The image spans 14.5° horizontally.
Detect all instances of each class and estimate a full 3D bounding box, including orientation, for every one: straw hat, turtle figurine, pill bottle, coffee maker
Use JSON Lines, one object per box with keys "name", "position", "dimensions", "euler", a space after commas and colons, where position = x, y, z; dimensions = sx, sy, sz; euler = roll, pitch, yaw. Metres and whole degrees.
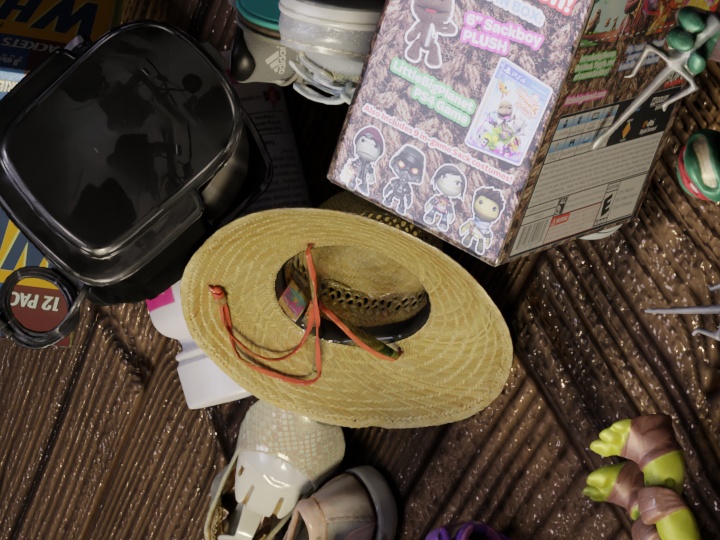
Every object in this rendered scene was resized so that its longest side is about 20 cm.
{"name": "straw hat", "position": [0.000, 0.000, 1.609], "dimensions": [0.201, 0.201, 0.085], "euler": [-55, 11, 51]}
{"name": "turtle figurine", "position": [0.193, -0.061, 1.269], "dimensions": [0.200, 0.101, 0.150], "euler": [-25, 97, 41]}
{"name": "turtle figurine", "position": [0.165, 0.153, 1.406], "dimensions": [0.200, 0.064, 0.162], "euler": [67, 180, -63]}
{"name": "pill bottle", "position": [-0.083, -0.024, 1.713], "dimensions": [0.113, 0.113, 0.201], "euler": [-21, 82, 58]}
{"name": "coffee maker", "position": [-0.138, -0.038, 1.559], "dimensions": [0.200, 0.134, 0.193], "euler": [53, -118, -86]}

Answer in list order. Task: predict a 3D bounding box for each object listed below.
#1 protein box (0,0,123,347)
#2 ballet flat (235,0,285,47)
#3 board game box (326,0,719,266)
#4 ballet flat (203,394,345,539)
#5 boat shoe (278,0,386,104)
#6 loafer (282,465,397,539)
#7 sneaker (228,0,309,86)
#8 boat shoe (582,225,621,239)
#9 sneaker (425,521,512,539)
{"name": "protein box", "position": [-0.234, -0.091, 1.834], "dimensions": [0.200, 0.134, 0.199], "euler": [-87, 5, -59]}
{"name": "ballet flat", "position": [0.023, -0.134, 1.500], "dimensions": [0.199, 0.068, 0.064], "euler": [-4, 137, 35]}
{"name": "board game box", "position": [0.089, -0.121, 1.294], "dimensions": [0.097, 0.159, 0.201], "euler": [28, 110, 22]}
{"name": "ballet flat", "position": [-0.055, 0.135, 1.749], "dimensions": [0.200, 0.067, 0.063], "euler": [117, 175, -63]}
{"name": "boat shoe", "position": [0.017, -0.094, 1.383], "dimensions": [0.074, 0.202, 0.065], "euler": [14, 88, 23]}
{"name": "loafer", "position": [-0.037, 0.195, 1.763], "dimensions": [0.072, 0.063, 0.200], "euler": [57, 143, 30]}
{"name": "sneaker", "position": [-0.011, -0.107, 1.567], "dimensions": [0.200, 0.115, 0.075], "euler": [47, 136, 41]}
{"name": "boat shoe", "position": [0.114, -0.112, 1.404], "dimensions": [0.071, 0.072, 0.201], "euler": [6, 108, 52]}
{"name": "sneaker", "position": [0.051, 0.182, 1.611], "dimensions": [0.200, 0.080, 0.089], "euler": [11, 104, 51]}
